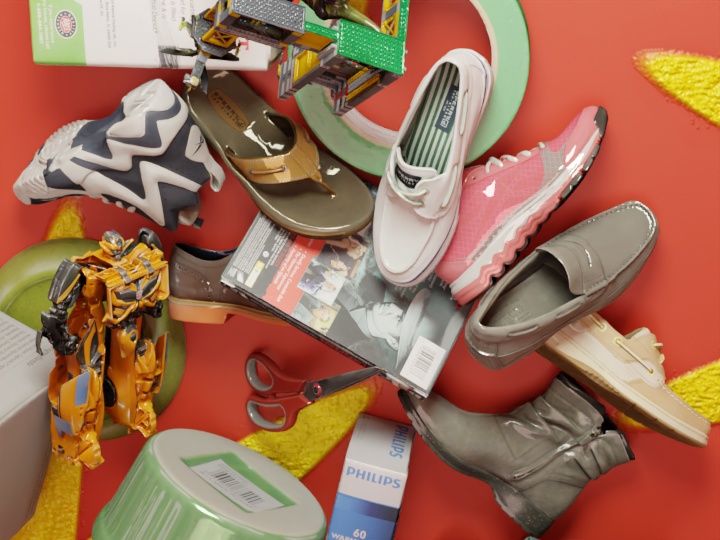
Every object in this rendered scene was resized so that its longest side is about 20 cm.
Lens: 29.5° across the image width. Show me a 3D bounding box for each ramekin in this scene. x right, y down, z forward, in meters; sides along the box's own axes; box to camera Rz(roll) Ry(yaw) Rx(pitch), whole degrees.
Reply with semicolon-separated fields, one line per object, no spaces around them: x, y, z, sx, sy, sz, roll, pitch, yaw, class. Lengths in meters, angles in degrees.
-0.126;0.225;1.207;0.199;0.200;0.098;27;102;-2;ramekin

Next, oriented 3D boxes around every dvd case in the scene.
0.000;0.000;1.162;0.199;0.022;0.147;29;68;-2;dvd case

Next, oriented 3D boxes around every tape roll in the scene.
0.041;-0.178;1.133;0.199;0.048;0.202;2;108;7;tape roll

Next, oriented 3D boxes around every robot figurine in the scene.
-0.211;0.061;1.166;0.058;0.145;0.201;24;121;27;robot figurine

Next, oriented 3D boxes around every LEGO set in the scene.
-0.053;-0.202;1.045;0.199;0.116;0.155;5;74;-30;LEGO set

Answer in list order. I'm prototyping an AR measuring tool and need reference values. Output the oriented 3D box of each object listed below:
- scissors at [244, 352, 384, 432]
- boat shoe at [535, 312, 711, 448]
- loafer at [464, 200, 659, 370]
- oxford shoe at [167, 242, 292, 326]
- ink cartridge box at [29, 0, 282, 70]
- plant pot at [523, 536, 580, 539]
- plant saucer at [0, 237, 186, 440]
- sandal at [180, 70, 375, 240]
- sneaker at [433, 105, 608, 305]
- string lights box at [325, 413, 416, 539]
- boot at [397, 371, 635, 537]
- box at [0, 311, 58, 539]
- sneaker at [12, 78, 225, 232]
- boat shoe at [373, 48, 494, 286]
-0.040;0.111;1.192;0.199;0.014;0.074;0;99;48;scissors
0.227;0.077;1.176;0.199;0.074;0.069;35;81;-6;boat shoe
0.169;0.006;1.125;0.200;0.070;0.070;-39;66;-15;loafer
-0.075;0.006;1.195;0.199;0.071;0.073;-1;102;7;oxford shoe
-0.164;-0.244;1.118;0.198;0.084;0.147;3;108;6;ink cartridge box
0.174;0.318;1.198;0.134;0.200;0.201;30;109;4;plant pot
-0.261;0.070;1.259;0.199;0.031;0.201;2;107;7;plant saucer
-0.072;-0.102;1.139;0.200;0.054;0.080;45;69;8;sandal
0.123;-0.069;1.133;0.087;0.074;0.200;41;95;5;sneaker
-0.001;0.244;1.241;0.059;0.103;0.201;14;108;3;string lights box
0.140;0.133;1.216;0.200;0.068;0.131;41;103;-14;boot
-0.380;0.149;1.187;0.171;0.200;0.200;28;117;10;box
-0.199;-0.073;1.179;0.198;0.080;0.130;-26;120;29;sneaker
0.046;-0.082;1.094;0.073;0.067;0.201;20;104;22;boat shoe
